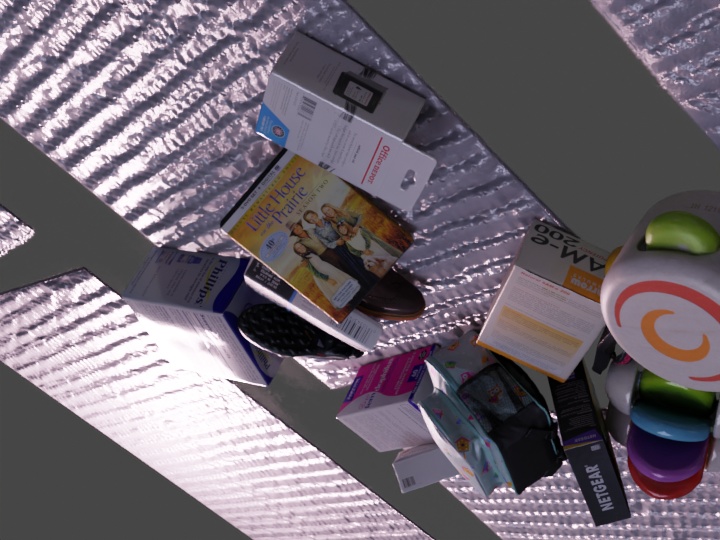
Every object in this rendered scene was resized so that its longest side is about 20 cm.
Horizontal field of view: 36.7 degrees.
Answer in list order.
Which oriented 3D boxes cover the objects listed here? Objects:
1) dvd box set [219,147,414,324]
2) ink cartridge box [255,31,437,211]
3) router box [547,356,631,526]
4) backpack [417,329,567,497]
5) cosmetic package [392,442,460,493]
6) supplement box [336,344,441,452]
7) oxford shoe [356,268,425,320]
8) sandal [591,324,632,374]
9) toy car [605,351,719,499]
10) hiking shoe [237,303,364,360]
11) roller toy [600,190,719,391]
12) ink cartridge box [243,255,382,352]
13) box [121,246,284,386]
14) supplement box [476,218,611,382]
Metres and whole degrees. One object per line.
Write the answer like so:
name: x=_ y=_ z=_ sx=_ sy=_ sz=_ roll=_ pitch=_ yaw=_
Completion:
dvd box set: x=-0.053 y=-0.047 z=1.338 sx=0.200 sy=0.146 sz=0.029 roll=40 pitch=-170 yaw=-20
ink cartridge box: x=-0.007 y=-0.159 z=1.188 sx=0.199 sy=0.067 sz=0.116 roll=28 pitch=149 yaw=0
router box: x=0.296 y=0.215 z=1.424 sx=0.052 sy=0.158 sz=0.201 roll=-17 pitch=136 yaw=12
backpack: x=0.164 y=0.187 z=1.450 sx=0.152 sy=0.201 sz=0.176 roll=-30 pitch=140 yaw=2
cosmetic package: x=0.150 y=0.265 z=1.595 sx=0.198 sy=0.051 sz=0.083 roll=-20 pitch=177 yaw=9
supplement box: x=0.070 y=0.195 z=1.629 sx=0.103 sy=0.102 sz=0.199 roll=39 pitch=147 yaw=-19
oxford shoe: x=0.000 y=0.000 z=1.423 sx=0.199 sy=0.072 sz=0.073 roll=27 pitch=144 yaw=0
sandal: x=0.310 y=0.080 z=1.278 sx=0.045 sy=0.075 sz=0.200 roll=29 pitch=166 yaw=16
toy car: x=0.383 y=0.201 z=1.345 sx=0.173 sy=0.151 sz=0.201 roll=14 pitch=147 yaw=22
hiking shoe: x=-0.092 y=0.102 z=1.599 sx=0.198 sy=0.075 sz=0.087 roll=15 pitch=161 yaw=-20
roller toy: x=0.350 y=0.018 z=1.106 sx=0.182 sy=0.140 sz=0.200 roll=37 pitch=149 yaw=4
ink cartridge box: x=-0.067 y=0.048 z=1.495 sx=0.197 sy=0.044 sz=0.200 roll=30 pitch=175 yaw=0
box: x=-0.230 y=0.069 z=1.670 sx=0.198 sy=0.105 sz=0.185 roll=9 pitch=144 yaw=30
supplement box: x=0.226 y=0.041 z=1.300 sx=0.125 sy=0.074 sz=0.201 roll=25 pitch=150 yaw=5
